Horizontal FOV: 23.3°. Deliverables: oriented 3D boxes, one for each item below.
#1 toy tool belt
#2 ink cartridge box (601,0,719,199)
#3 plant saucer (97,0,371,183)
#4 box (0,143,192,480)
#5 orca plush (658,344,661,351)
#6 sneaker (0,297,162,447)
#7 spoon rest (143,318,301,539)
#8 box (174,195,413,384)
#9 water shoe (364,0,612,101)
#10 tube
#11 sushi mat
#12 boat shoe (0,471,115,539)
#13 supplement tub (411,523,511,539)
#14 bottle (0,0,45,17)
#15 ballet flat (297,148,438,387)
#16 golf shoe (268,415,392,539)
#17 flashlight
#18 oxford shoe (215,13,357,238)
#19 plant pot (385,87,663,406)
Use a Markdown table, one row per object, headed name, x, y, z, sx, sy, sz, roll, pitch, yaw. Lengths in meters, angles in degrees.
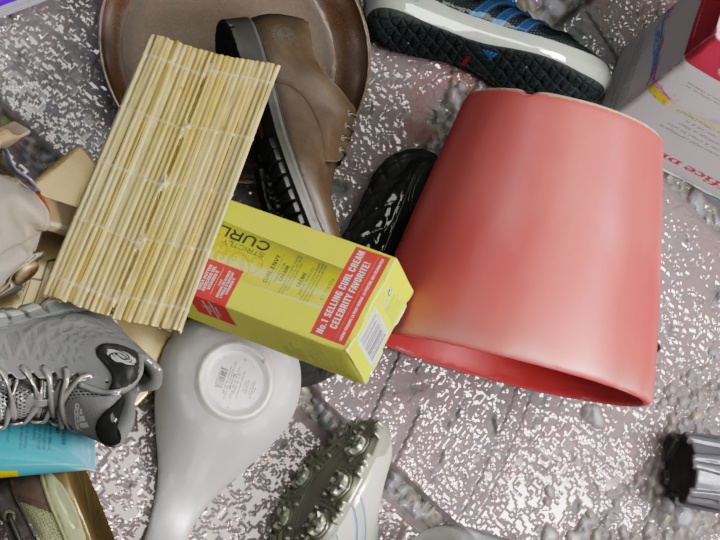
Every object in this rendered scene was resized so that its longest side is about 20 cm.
| name | x | y | z | sx | sy | sz | roll | pitch | yaw |
| --- | --- | --- | --- | --- | --- | --- | --- | --- | --- |
| toy tool belt | -0.277 | -0.066 | 1.127 | 0.200 | 0.125 | 0.123 | 40 | 36 | 13 |
| ink cartridge box | 0.280 | -0.134 | 1.267 | 0.147 | 0.200 | 0.086 | 26 | 71 | -11 |
| plant saucer | -0.090 | -0.157 | 1.244 | 0.198 | 0.032 | 0.203 | 3 | 78 | -17 |
| box | -0.210 | 0.039 | 1.169 | 0.200 | 0.021 | 0.164 | -42 | 93 | -21 |
| orca plush | 0.169 | -0.022 | 1.276 | 0.104 | 0.071 | 0.202 | -14 | 83 | -20 |
| sneaker | -0.202 | 0.073 | 1.059 | 0.115 | 0.076 | 0.199 | 33 | 36 | 33 |
| spoon rest | -0.106 | 0.120 | 1.164 | 0.099 | 0.061 | 0.202 | 24 | 72 | -10 |
| box | -0.070 | 0.003 | 1.126 | 0.199 | 0.050 | 0.076 | 21 | 69 | 26 |
| water shoe | 0.102 | -0.187 | 1.290 | 0.198 | 0.071 | 0.080 | 18 | 66 | -17 |
| tube | -0.264 | 0.108 | 1.095 | 0.198 | 0.051 | 0.078 | -4 | 38 | -4 |
| sushi mat | -0.127 | -0.058 | 1.128 | 0.095 | 0.012 | 0.202 | 16 | 69 | 8 |
| boat shoe | -0.181 | 0.217 | 1.121 | 0.064 | 0.073 | 0.202 | -17 | 93 | 6 |
| supplement tub | 0.118 | 0.249 | 1.162 | 0.199 | 0.122 | 0.124 | 22 | 72 | -30 |
| bottle | -0.264 | -0.209 | 1.180 | 0.199 | 0.065 | 0.084 | -26 | 82 | -21 |
| ballet flat | 0.000 | 0.000 | 1.239 | 0.066 | 0.057 | 0.201 | 44 | 74 | -29 |
| golf shoe | -0.015 | 0.201 | 1.182 | 0.097 | 0.078 | 0.201 | 32 | 76 | -27 |
| flashlight | 0.325 | 0.165 | 1.290 | 0.198 | 0.068 | 0.069 | 10 | 79 | -17 |
| oxford shoe | -0.033 | -0.084 | 1.193 | 0.084 | 0.073 | 0.202 | -12 | 82 | -22 |
| plant pot | 0.118 | -0.017 | 1.180 | 0.198 | 0.200 | 0.179 | 16 | 83 | -14 |
